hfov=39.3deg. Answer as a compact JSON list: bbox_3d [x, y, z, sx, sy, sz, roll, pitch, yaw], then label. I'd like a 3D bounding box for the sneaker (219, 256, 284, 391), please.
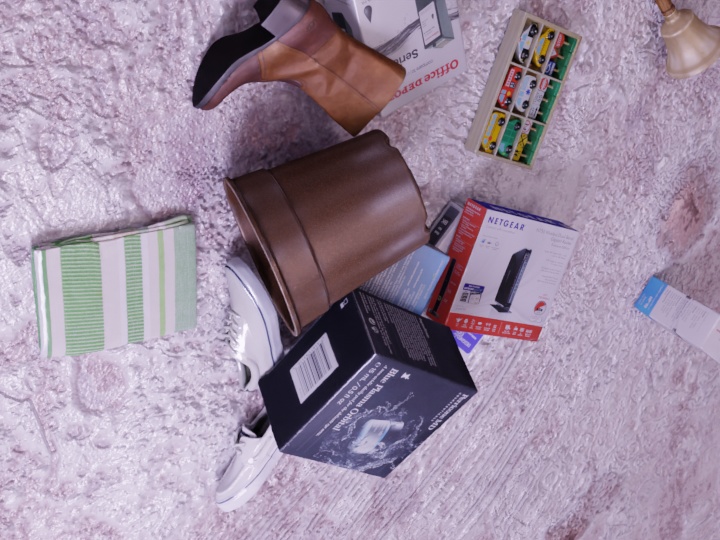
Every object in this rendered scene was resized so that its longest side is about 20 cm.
[{"bbox_3d":[-0.145,0.077,1.289,0.070,0.073,0.203,-31,128,-23],"label":"sneaker"}]

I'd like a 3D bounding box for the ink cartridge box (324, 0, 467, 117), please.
[{"bbox_3d":[0.041,-0.311,1.215,0.145,0.084,0.203,-31,128,-19],"label":"ink cartridge box"}]

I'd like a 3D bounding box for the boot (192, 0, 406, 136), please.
[{"bbox_3d":[-0.073,-0.215,1.161,0.199,0.069,0.188,29,114,-39],"label":"boot"}]

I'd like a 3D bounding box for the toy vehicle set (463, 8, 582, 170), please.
[{"bbox_3d":[0.230,-0.252,1.423,0.123,0.026,0.203,7,108,-39],"label":"toy vehicle set"}]

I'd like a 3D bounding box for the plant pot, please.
[{"bbox_3d":[-0.034,-0.057,1.193,0.195,0.201,0.203,-25,127,-10],"label":"plant pot"}]

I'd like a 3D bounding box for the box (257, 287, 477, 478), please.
[{"bbox_3d":[0.010,0.150,1.302,0.198,0.119,0.197,22,122,-40],"label":"box"}]

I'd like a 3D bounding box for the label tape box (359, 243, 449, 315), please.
[{"bbox_3d":[0.000,0.000,1.351,0.197,0.063,0.146,24,99,-20],"label":"label tape box"}]

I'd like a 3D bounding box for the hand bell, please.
[{"bbox_3d":[0.450,-0.391,1.491,0.105,0.104,0.200,-50,119,-3],"label":"hand bell"}]

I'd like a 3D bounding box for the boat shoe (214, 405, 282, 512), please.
[{"bbox_3d":[-0.143,0.236,1.384,0.065,0.073,0.201,41,82,-27],"label":"boat shoe"}]

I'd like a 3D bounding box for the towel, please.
[{"bbox_3d":[-0.286,0.020,1.191,0.197,0.023,0.155,-13,121,-32],"label":"towel"}]

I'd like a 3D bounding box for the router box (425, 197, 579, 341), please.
[{"bbox_3d":[0.208,0.003,1.466,0.197,0.049,0.183,9,107,-37],"label":"router box"}]

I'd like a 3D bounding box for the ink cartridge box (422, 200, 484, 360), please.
[{"bbox_3d":[0.137,0.032,1.491,0.201,0.043,0.198,-53,131,-2],"label":"ink cartridge box"}]

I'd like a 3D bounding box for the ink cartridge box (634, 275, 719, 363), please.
[{"bbox_3d":[0.587,0.097,1.750,0.115,0.200,0.067,29,97,-41],"label":"ink cartridge box"}]
